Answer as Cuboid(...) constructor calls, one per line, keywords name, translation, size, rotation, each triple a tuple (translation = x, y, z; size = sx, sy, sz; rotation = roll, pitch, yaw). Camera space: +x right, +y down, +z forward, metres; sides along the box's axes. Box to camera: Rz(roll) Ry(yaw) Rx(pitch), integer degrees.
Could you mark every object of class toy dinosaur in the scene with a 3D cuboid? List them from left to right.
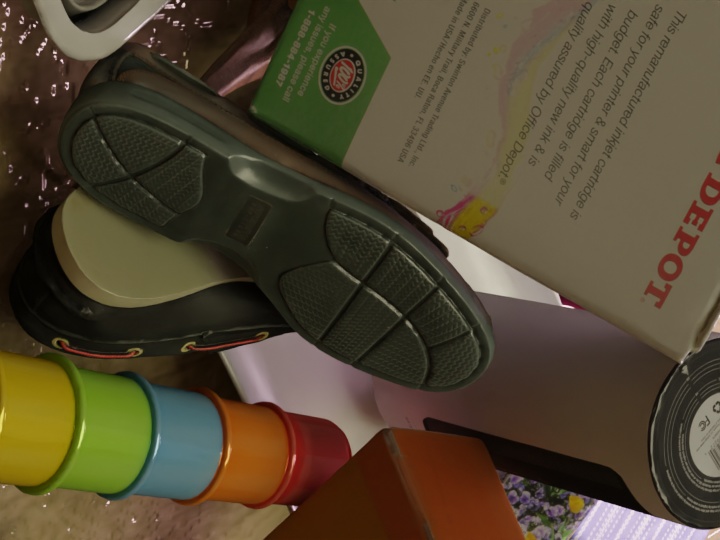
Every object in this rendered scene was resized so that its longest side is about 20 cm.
Cuboid(name="toy dinosaur", translation=(-0.034, -0.105, 0.873), size=(0.200, 0.060, 0.107), rotation=(-42, 159, -45))

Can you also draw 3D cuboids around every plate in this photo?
Cuboid(name="plate", translation=(0.000, 0.000, 0.963), size=(0.199, 0.032, 0.201), rotation=(-39, 117, -31))

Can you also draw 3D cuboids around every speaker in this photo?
Cuboid(name="speaker", translation=(0.091, 0.056, 0.894), size=(0.081, 0.199, 0.082), rotation=(-5, 99, -34))

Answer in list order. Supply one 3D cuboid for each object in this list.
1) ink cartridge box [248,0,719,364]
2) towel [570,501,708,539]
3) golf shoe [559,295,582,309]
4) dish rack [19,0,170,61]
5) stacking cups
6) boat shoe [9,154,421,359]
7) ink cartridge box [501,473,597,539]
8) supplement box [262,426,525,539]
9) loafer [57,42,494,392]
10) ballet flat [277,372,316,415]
Cuboid(name="ink cartridge box", translation=(0.081, -0.079, 0.781), size=(0.146, 0.199, 0.087), rotation=(-63, 167, 16))
Cuboid(name="towel", translation=(0.186, 0.155, 1.356), size=(0.145, 0.024, 0.201), rotation=(-55, 140, -25))
Cuboid(name="golf shoe", translation=(0.100, -0.031, 1.110), size=(0.200, 0.075, 0.092), rotation=(25, 85, -55))
Cuboid(name="dish rack", translation=(-0.103, -0.202, 0.770), size=(0.172, 0.043, 0.201), rotation=(-49, 138, -33))
Cuboid(name="stacking cups", translation=(-0.089, 0.070, 0.845), size=(0.199, 0.060, 0.061), rotation=(14, 91, -46))
Cuboid(name="boat shoe", translation=(-0.055, -0.005, 0.859), size=(0.200, 0.063, 0.074), rotation=(-5, 66, -40))
Cuboid(name="ink cartridge box", translation=(0.136, 0.086, 1.136), size=(0.200, 0.050, 0.109), rotation=(-51, 174, -3))
Cuboid(name="supplement box", translation=(-0.017, 0.154, 0.903), size=(0.068, 0.067, 0.200), rotation=(11, 135, -45))
Cuboid(name="loafer", translation=(-0.025, -0.027, 0.809), size=(0.199, 0.072, 0.063), rotation=(33, 38, -17))
Cuboid(name="ballet flat", translation=(-0.001, 0.090, 1.037), size=(0.199, 0.046, 0.068), rotation=(24, 81, -51))
